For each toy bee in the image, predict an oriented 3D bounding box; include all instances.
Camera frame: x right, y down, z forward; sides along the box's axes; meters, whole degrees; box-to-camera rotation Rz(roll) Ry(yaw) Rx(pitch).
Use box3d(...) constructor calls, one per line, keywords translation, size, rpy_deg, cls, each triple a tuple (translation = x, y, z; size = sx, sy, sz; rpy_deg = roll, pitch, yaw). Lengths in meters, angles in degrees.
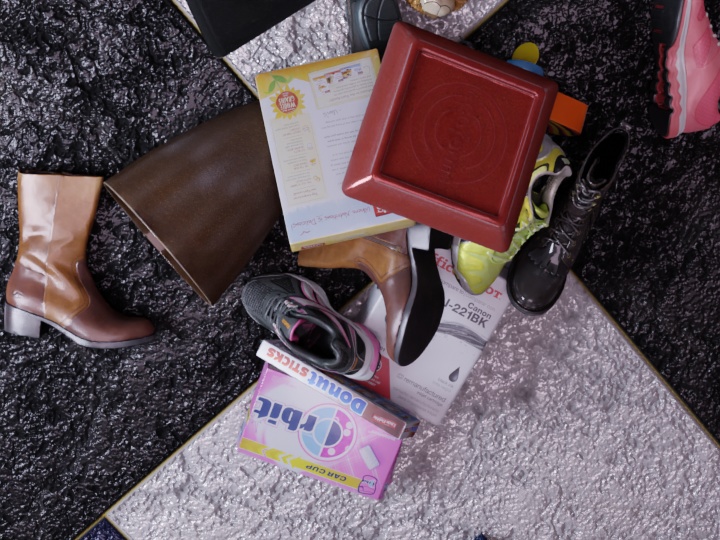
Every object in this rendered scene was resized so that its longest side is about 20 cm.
box3d(translation=(0.162, -0.213, 1.729), size=(0.200, 0.108, 0.131), rpy_deg=(45, 69, -25), cls="toy bee")

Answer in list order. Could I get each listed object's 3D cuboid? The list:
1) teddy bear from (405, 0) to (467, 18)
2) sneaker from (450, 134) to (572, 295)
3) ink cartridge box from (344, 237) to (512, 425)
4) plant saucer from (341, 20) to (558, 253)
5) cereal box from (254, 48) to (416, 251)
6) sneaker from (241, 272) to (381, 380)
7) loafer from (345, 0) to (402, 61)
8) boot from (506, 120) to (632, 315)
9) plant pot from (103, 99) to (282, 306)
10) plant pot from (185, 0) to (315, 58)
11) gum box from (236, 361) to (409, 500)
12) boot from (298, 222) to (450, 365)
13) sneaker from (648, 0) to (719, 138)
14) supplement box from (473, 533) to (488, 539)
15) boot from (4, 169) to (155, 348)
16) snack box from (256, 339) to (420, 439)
box3d(translation=(0.104, -0.344, 1.639), size=(0.200, 0.144, 0.067), rpy_deg=(-42, 62, 40), cls="teddy bear")
box3d(translation=(0.167, -0.058, 1.679), size=(0.075, 0.076, 0.202), rpy_deg=(10, 112, -39), cls="sneaker")
box3d(translation=(0.080, 0.059, 1.795), size=(0.143, 0.084, 0.201), rpy_deg=(28, 102, -7), cls="ink cartridge box")
box3d(translation=(0.102, -0.145, 1.605), size=(0.198, 0.037, 0.202), rpy_deg=(19, 84, -11), cls="plant saucer")
box3d(translation=(-0.028, -0.132, 1.646), size=(0.142, 0.040, 0.202), rpy_deg=(-11, 77, -3), cls="cereal box")
box3d(translation=(-0.069, 0.058, 1.752), size=(0.199, 0.086, 0.081), rpy_deg=(27, 99, 32), cls="sneaker")
box3d(translation=(0.023, -0.237, 1.734), size=(0.071, 0.063, 0.202), rpy_deg=(-22, 121, -22), cls="loafer")
box3d(translation=(0.236, -0.060, 1.693), size=(0.069, 0.174, 0.201), rpy_deg=(28, 66, 5), cls="boot")
box3d(translation=(-0.159, -0.095, 1.716), size=(0.200, 0.187, 0.187), rpy_deg=(-42, 103, -8), cls="plant pot")
box3d(translation=(-0.135, -0.388, 1.579), size=(0.198, 0.201, 0.178), rpy_deg=(-30, 144, 6), cls="plant pot")
box3d(translation=(-0.040, 0.193, 1.838), size=(0.198, 0.066, 0.115), rpy_deg=(20, 103, -7), cls="gum box")
box3d(translation=(0.000, 0.000, 1.719), size=(0.199, 0.068, 0.191), rpy_deg=(11, 99, 37), cls="boot")
box3d(translation=(0.387, -0.256, 1.736), size=(0.086, 0.074, 0.202), rpy_deg=(-4, 109, -14), cls="sneaker")
box3d(translation=(0.162, 0.487, 1.886), size=(0.200, 0.134, 0.200), rpy_deg=(42, 100, -11), cls="supplement box")
box3d(translation=(-0.327, -0.015, 1.792), size=(0.186, 0.068, 0.202), rpy_deg=(10, 97, 4), cls="boot")
box3d(translation=(-0.025, 0.138, 1.756), size=(0.199, 0.072, 0.024), rpy_deg=(29, 94, 16), cls="snack box")
